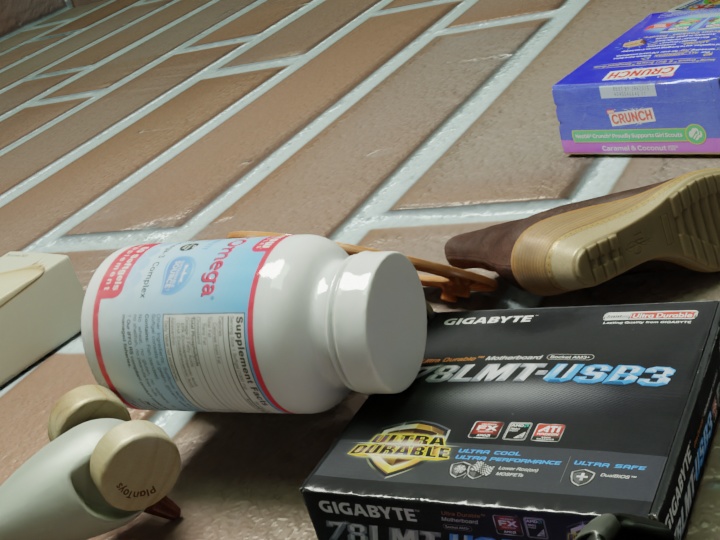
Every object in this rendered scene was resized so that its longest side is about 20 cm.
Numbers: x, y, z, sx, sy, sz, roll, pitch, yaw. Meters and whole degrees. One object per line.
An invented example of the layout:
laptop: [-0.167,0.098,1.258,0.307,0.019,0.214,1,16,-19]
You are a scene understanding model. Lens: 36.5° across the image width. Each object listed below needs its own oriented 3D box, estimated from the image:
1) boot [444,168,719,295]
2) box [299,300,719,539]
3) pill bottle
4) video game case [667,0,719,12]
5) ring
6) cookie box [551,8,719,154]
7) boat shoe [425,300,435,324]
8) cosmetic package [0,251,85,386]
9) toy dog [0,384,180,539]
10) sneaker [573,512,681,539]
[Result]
boot: [0.180,-0.033,0.802,0.199,0.073,0.166,-15,11,-23]
box: [0.097,0.087,0.624,0.199,0.050,0.199,-2,29,31]
pill bottle: [-0.065,0.033,0.676,0.199,0.109,0.109,-3,27,28]
video game case: [0.479,-0.314,1.275,0.143,0.018,0.200,-25,25,-15]
ring: [0.000,0.000,0.792,0.199,0.019,0.200,11,-4,1]
cookie box: [0.306,-0.182,1.032,0.171,0.075,0.200,7,33,44]
boat shoe: [-0.045,0.057,0.773,0.199,0.075,0.069,-6,43,23]
cosmetic package: [-0.348,0.062,0.964,0.103,0.073,0.200,2,31,39]
toy dog: [-0.183,0.159,0.643,0.200,0.096,0.132,-31,31,3]
sneaker: [0.092,0.139,0.439,0.199,0.100,0.070,-1,26,32]
